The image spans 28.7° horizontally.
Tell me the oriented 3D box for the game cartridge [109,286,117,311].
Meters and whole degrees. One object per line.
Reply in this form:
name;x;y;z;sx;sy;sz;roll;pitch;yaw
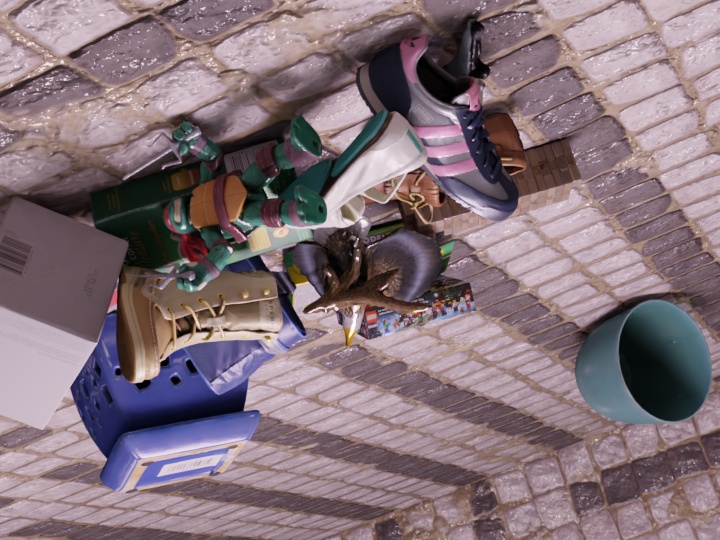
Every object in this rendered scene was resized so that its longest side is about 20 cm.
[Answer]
game cartridge;-0.303;0.016;1.495;0.199;0.041;0.133;-28;154;27

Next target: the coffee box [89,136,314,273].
coffee box;-0.154;-0.053;1.377;0.199;0.044;0.123;-18;143;-1

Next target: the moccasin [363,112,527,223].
moccasin;0.071;-0.095;1.444;0.200;0.078;0.074;-16;164;1

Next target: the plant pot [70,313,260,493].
plant pot;-0.236;0.159;1.724;0.199;0.181;0.200;-8;158;-24

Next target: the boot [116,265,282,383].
boot;-0.148;0.046;1.301;0.154;0.073;0.200;2;-164;-10

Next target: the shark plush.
shark plush;0.069;-0.154;1.312;0.083;0.091;0.200;19;157;-9

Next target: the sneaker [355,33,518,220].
sneaker;0.088;-0.126;1.259;0.082;0.070;0.200;-32;117;35

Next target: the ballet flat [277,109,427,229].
ballet flat;-0.010;-0.075;1.275;0.069;0.070;0.200;-2;159;-37

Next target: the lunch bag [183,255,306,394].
lunch bag;-0.131;0.040;1.499;0.132;0.136;0.200;-35;179;-2

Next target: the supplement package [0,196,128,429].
supplement package;-0.320;0.046;1.354;0.119;0.122;0.200;22;142;-15

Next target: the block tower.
block tower;0.143;-0.087;1.569;0.199;0.054;0.058;-16;162;-2

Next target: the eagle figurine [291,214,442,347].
eagle figurine;-0.003;0.007;1.506;0.151;0.152;0.200;-51;-178;16

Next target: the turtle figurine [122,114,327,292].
turtle figurine;-0.126;-0.064;1.270;0.199;0.151;0.101;-15;178;27

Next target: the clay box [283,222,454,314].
clay box;0.008;-0.007;1.680;0.199;0.048;0.115;-15;162;-9

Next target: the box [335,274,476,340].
box;0.050;0.041;1.739;0.136;0.038;0.200;-14;-174;-10

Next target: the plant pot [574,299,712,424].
plant pot;0.451;0.161;2.322;0.200;0.202;0.161;-5;171;-31
